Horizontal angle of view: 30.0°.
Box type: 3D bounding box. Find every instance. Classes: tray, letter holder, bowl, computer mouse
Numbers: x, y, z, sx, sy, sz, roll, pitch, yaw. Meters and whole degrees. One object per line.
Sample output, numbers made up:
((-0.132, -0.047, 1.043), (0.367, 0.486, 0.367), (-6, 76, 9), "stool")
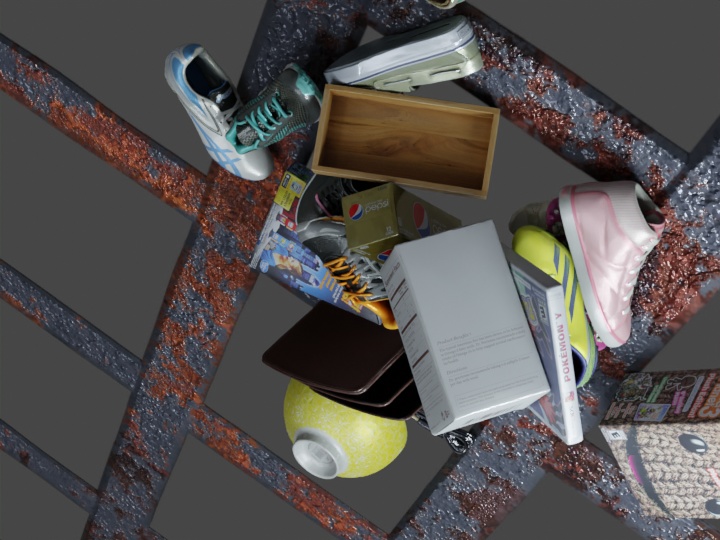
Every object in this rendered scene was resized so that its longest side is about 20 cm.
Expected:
((0.051, -0.144, 1.506), (0.198, 0.100, 0.037), (9, 177, 7), "tray")
((-0.017, 0.139, 1.806), (0.199, 0.142, 0.101), (14, 135, 44), "letter holder")
((-0.042, 0.243, 1.988), (0.199, 0.108, 0.201), (21, 139, 20), "bowl")
((0.133, 0.175, 1.842), (0.109, 0.044, 0.200), (37, 148, 9), "computer mouse")

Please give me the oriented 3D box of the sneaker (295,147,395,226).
((-0.019, -0.099, 1.595), (0.200, 0.099, 0.071), (-38, 96, 28), "sneaker")

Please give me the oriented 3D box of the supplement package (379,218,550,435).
((0.111, 0.063, 1.477), (0.117, 0.116, 0.202), (118, 136, -73), "supplement package")

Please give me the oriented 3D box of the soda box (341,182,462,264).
((0.056, -0.042, 1.570), (0.067, 0.065, 0.200), (-16, 163, 25), "soda box")

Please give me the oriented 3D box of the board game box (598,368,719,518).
((0.416, 0.210, 1.613), (0.199, 0.097, 0.160), (-8, 123, 42), "board game box")

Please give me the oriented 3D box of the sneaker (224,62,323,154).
((-0.104, -0.181, 1.593), (0.078, 0.091, 0.200), (51, 159, -5), "sneaker")

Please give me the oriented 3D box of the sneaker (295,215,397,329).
((0.000, 0.000, 1.624), (0.199, 0.078, 0.078), (33, 148, -31), "sneaker")

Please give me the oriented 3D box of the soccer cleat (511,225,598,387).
((0.217, 0.045, 1.503), (0.064, 0.084, 0.201), (-8, 116, 34), "soccer cleat")

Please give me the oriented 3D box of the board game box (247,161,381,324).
((-0.029, -0.029, 1.750), (0.199, 0.062, 0.201), (32, 139, 3), "board game box")

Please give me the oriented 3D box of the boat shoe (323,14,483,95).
((0.045, -0.226, 1.493), (0.199, 0.072, 0.062), (-9, 117, 39), "boat shoe")

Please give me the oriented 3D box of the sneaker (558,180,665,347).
((0.294, -0.009, 1.486), (0.104, 0.075, 0.202), (-11, 112, 22), "sneaker")

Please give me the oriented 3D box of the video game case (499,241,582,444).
((0.184, 0.072, 1.485), (0.200, 0.023, 0.184), (-137, 34, -66), "video game case")

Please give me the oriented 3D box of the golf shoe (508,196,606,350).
((0.240, 0.003, 1.578), (0.091, 0.075, 0.201), (0, 121, 48), "golf shoe")

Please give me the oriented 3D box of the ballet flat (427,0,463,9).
((0.028, -0.335, 1.408), (0.199, 0.062, 0.068), (27, 140, 14), "ballet flat")

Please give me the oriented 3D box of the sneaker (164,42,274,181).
((-0.173, -0.195, 1.687), (0.201, 0.072, 0.072), (54, 153, -19), "sneaker")
